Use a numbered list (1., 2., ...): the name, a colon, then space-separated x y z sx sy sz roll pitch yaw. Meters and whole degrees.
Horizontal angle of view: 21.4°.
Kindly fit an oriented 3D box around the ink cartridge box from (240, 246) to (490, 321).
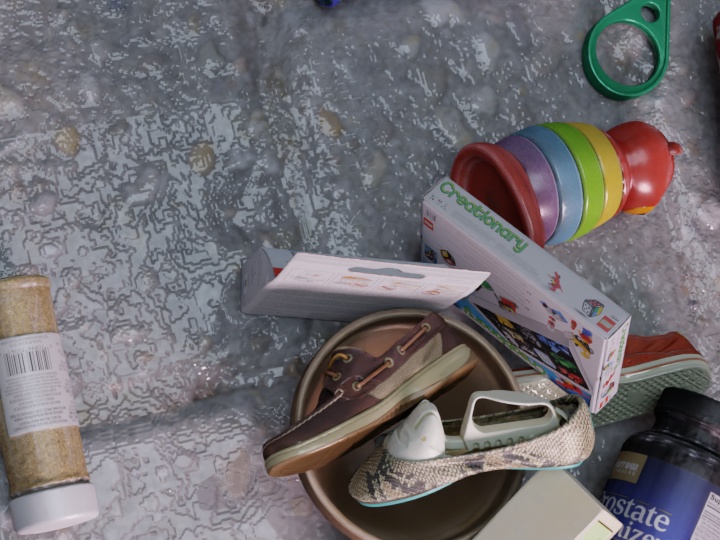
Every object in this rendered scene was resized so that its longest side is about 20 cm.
1. ink cartridge box: 0.000 0.000 1.543 0.160 0.200 0.047 6 74 -15

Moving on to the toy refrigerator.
1. toy refrigerator: 0.117 0.253 1.538 0.200 0.076 0.070 -47 64 1

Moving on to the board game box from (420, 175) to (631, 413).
1. board game box: 0.132 0.021 1.577 0.200 0.126 0.035 39 66 22

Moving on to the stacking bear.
1. stacking bear: 0.189 -0.078 1.670 0.200 0.121 0.114 -15 89 -28

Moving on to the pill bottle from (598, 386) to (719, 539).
1. pill bottle: 0.256 0.206 1.604 0.112 0.112 0.200 27 78 -8

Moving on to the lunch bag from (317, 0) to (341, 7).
1. lunch bag: -0.012 -0.357 1.667 0.170 0.127 0.200 -40 119 -20

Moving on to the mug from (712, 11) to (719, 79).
1. mug: 0.411 -0.146 1.738 0.177 0.133 0.200 -4 74 -17

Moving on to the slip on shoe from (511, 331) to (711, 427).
1. slip on shoe: 0.204 0.093 1.658 0.200 0.074 0.061 -9 43 -11

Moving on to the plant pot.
1. plant pot: 0.032 0.137 1.578 0.200 0.093 0.201 3 77 -15

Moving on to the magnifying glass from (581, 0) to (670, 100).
1. magnifying glass: 0.271 -0.245 1.776 0.080 0.022 0.200 32 73 -6

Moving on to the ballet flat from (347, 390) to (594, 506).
1. ballet flat: 0.085 0.129 1.491 0.200 0.068 0.075 -10 122 -4

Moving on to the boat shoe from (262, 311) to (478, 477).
1. boat shoe: -0.002 0.093 1.497 0.200 0.072 0.072 -29 77 -23

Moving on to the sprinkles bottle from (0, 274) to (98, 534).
1. sprinkles bottle: -0.260 0.106 1.515 0.068 0.068 0.200 -10 80 -18
